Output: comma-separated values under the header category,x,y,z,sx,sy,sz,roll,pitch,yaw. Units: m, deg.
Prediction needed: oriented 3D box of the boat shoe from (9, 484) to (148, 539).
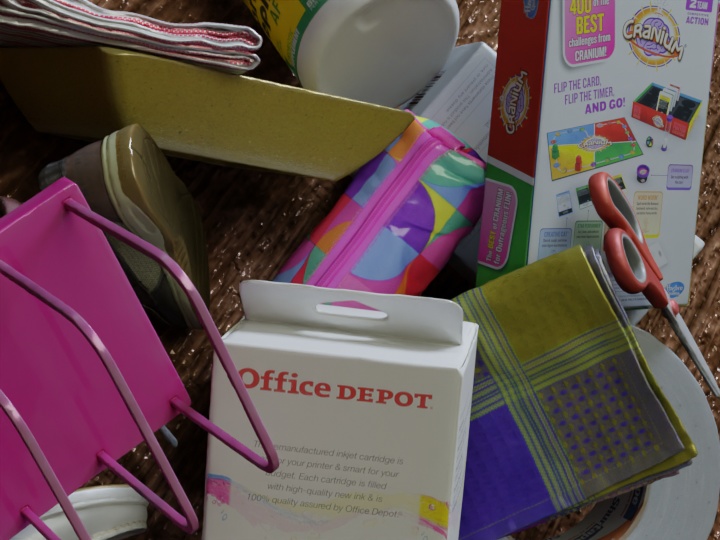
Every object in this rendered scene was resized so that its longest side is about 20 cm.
category,x,y,z,sx,sy,sz,roll,pitch,yaw
boat shoe,-0.193,0.165,0.879,0.200,0.071,0.069,-17,76,-30

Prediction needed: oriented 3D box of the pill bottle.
category,x,y,z,sx,sy,sz,roll,pitch,yaw
pill bottle,-0.027,-0.203,1.135,0.113,0.113,0.200,-2,44,-36

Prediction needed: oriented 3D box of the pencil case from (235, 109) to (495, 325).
category,x,y,z,sx,sy,sz,roll,pitch,yaw
pencil case,0.000,0.000,1.027,0.088,0.088,0.200,38,88,-13

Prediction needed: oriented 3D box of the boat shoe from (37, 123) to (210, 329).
category,x,y,z,sx,sy,sz,roll,pitch,yaw
boat shoe,-0.129,-0.021,0.969,0.065,0.200,0.073,-7,63,5

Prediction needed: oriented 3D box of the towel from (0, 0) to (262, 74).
category,x,y,z,sx,sy,sz,roll,pitch,yaw
towel,-0.143,-0.136,0.984,0.146,0.200,0.030,10,91,-15

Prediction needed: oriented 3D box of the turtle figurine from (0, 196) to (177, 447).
category,x,y,z,sx,sy,sz,roll,pitch,yaw
turtle figurine,-0.220,0.025,0.930,0.144,0.200,0.194,-33,61,-14

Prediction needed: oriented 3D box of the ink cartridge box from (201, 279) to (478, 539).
category,x,y,z,sx,sy,sz,roll,pitch,yaw
ink cartridge box,-0.008,0.103,0.913,0.128,0.125,0.201,7,100,7

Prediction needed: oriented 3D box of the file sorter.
category,x,y,z,sx,sy,sz,roll,pitch,yaw
file sorter,-0.158,0.081,0.766,0.200,0.125,0.139,-36,123,-20

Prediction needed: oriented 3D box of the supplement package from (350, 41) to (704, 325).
category,x,y,z,sx,sy,sz,roll,pitch,yaw
supplement package,0.105,-0.042,1.140,0.200,0.117,0.117,42,88,-9

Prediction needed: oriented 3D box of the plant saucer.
category,x,y,z,sx,sy,sz,roll,pitch,yaw
plant saucer,-0.102,-0.091,1.022,0.200,0.200,0.049,10,91,-31

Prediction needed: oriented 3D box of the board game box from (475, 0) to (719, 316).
category,x,y,z,sx,sy,sz,roll,pitch,yaw
board game box,0.143,-0.076,1.023,0.153,0.040,0.201,-1,99,-40

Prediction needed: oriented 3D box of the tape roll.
category,x,y,z,sx,sy,sz,roll,pitch,yaw
tape roll,0.118,0.122,1.055,0.200,0.066,0.201,0,92,-14

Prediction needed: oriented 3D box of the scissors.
category,x,y,z,sx,sy,sz,roll,pitch,yaw
scissors,0.180,0.010,1.026,0.200,0.014,0.073,41,33,-50

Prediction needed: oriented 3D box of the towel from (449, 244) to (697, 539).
category,x,y,z,sx,sy,sz,roll,pitch,yaw
towel,0.074,0.083,0.974,0.023,0.200,0.144,-57,124,-77
